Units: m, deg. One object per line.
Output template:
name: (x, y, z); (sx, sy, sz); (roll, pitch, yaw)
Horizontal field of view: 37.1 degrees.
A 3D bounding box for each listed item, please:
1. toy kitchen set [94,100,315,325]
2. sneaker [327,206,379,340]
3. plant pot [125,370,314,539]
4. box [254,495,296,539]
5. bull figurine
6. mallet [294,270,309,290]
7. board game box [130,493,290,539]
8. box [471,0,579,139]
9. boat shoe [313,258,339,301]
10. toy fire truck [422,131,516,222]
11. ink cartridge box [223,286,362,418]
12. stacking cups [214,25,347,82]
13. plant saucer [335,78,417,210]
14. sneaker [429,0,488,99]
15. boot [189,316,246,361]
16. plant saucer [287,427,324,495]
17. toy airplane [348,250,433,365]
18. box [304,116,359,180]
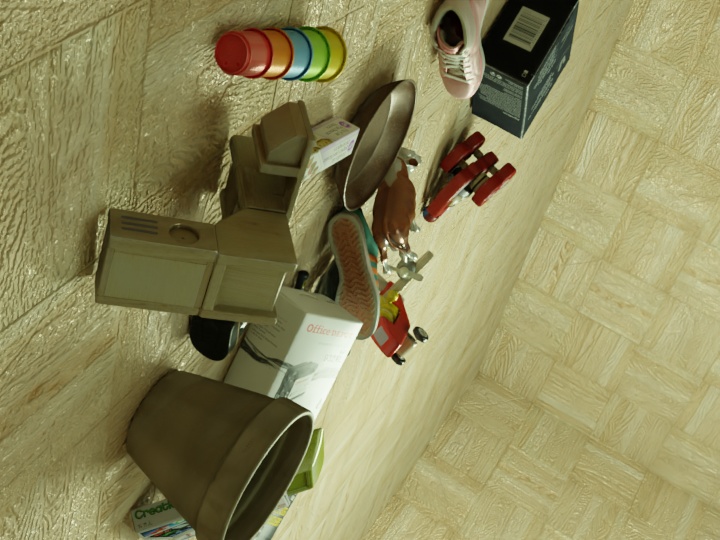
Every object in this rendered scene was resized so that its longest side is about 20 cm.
toy kitchen set: (-0.151, -0.084, 1.028); (0.201, 0.178, 0.164); (-106, -149, -48)
sneaker: (0.000, 0.000, 1.604); (0.080, 0.070, 0.203); (-48, 135, -63)
plant pot: (-0.178, 0.212, 1.277); (0.201, 0.172, 0.201); (-56, 166, -22)
box: (-0.182, 0.443, 1.947); (0.160, 0.048, 0.200); (-60, 165, -12)
bull figurine: (0.056, -0.092, 1.612); (0.201, 0.064, 0.122); (-71, 153, -46)
mallet: (-0.114, 0.095, 1.577); (0.066, 0.041, 0.202); (-37, 147, -54)
board game box: (-0.198, 0.321, 1.448); (0.197, 0.035, 0.127); (-17, 156, -5)
box: (0.295, -0.383, 1.943); (0.198, 0.116, 0.200); (-58, 164, -15)
boat shoe: (-0.044, 0.047, 1.655); (0.065, 0.074, 0.204); (-16, -134, 60)
toy fire truck: (0.194, -0.161, 2.060); (0.168, 0.112, 0.200); (-49, 174, 34)
ink cartridge box: (-0.102, 0.135, 1.507); (0.144, 0.083, 0.202); (14, 105, -55)
stacking cups: (-0.079, -0.220, 1.068); (0.200, 0.060, 0.061); (-18, 135, -65)
plant saucer: (0.016, -0.181, 1.503); (0.201, 0.036, 0.201); (-56, 164, -25)
sneaker: (0.138, -0.324, 1.584); (0.202, 0.074, 0.105); (93, 24, -44)
boot: (-0.133, -0.003, 1.264); (0.139, 0.077, 0.201); (-53, 177, -45)
plant saucer: (-0.142, 0.301, 1.561); (0.197, 0.048, 0.200); (-15, 159, -7)
toy airplane: (0.034, 0.057, 1.865); (0.198, 0.140, 0.202); (-9, -128, 59)
box: (-0.063, -0.140, 1.292); (0.200, 0.041, 0.039); (-38, 153, -57)
